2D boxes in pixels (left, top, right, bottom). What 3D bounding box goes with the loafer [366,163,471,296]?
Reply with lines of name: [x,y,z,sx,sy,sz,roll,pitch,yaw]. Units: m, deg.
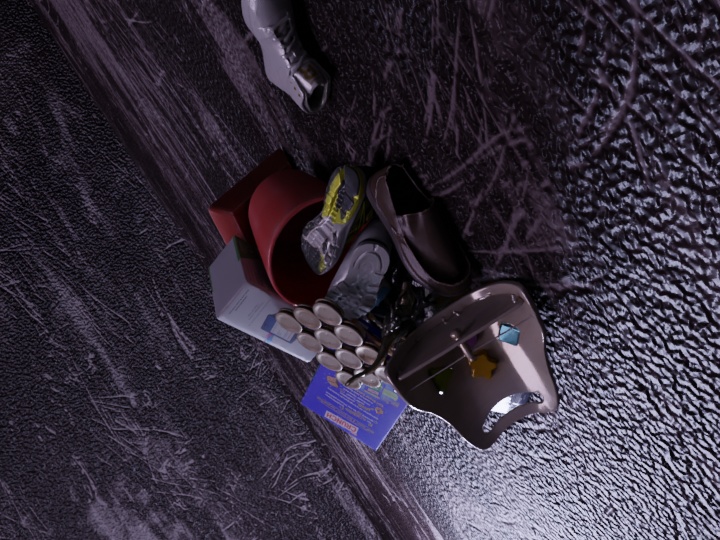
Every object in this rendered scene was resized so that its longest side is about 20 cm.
loafer: [0.076,-0.055,0.909,0.201,0.072,0.071,52,161,9]

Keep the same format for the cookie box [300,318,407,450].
cookie box: [0.003,0.199,1.238,0.169,0.076,0.202,31,130,3]

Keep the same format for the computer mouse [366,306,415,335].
computer mouse: [0.065,0.128,1.278,0.140,0.052,0.199,59,162,-6]

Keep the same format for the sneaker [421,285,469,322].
sneaker: [0.116,0.067,1.009,0.087,0.075,0.203,30,148,51]

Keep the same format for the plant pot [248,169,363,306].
plant pot: [-0.095,-0.068,1.164,0.177,0.198,0.203,46,161,48]

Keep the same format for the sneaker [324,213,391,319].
sneaker: [0.000,0.000,1.089,0.075,0.082,0.201,20,137,-14]

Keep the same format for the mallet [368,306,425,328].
mallet: [0.071,0.088,1.184,0.199,0.041,0.067,3,130,59]

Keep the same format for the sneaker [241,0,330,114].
sneaker: [-0.088,-0.297,0.931,0.116,0.073,0.201,45,169,23]

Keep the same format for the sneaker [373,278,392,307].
sneaker: [-0.012,0.020,1.250,0.081,0.076,0.199,54,164,-21]

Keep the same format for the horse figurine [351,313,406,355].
horse figurine: [0.070,0.121,1.075,0.132,0.050,0.199,40,171,-30]

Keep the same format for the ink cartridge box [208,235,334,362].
ink cartridge box: [-0.151,0.050,1.195,0.199,0.088,0.146,34,-162,-34]

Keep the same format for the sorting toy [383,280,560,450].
sorting toy: [0.159,0.132,0.884,0.182,0.198,0.107,56,-168,-10]

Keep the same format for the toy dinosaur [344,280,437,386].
toy dinosaur: [0.048,0.069,0.905,0.047,0.200,0.088,38,132,1]

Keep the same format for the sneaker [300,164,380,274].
sneaker: [-0.020,-0.070,1.022,0.075,0.084,0.201,53,135,22]

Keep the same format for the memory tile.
memory tile: [-0.032,0.119,1.105,0.152,0.017,0.200,-16,124,47]

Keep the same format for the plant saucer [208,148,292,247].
plant saucer: [-0.160,-0.086,1.280,0.036,0.200,0.203,8,133,42]

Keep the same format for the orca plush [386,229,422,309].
orca plush: [0.066,-0.004,1.023,0.105,0.071,0.202,42,157,36]

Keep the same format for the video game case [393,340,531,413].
video game case: [0.143,0.156,0.994,0.195,0.019,0.144,10,148,9]
